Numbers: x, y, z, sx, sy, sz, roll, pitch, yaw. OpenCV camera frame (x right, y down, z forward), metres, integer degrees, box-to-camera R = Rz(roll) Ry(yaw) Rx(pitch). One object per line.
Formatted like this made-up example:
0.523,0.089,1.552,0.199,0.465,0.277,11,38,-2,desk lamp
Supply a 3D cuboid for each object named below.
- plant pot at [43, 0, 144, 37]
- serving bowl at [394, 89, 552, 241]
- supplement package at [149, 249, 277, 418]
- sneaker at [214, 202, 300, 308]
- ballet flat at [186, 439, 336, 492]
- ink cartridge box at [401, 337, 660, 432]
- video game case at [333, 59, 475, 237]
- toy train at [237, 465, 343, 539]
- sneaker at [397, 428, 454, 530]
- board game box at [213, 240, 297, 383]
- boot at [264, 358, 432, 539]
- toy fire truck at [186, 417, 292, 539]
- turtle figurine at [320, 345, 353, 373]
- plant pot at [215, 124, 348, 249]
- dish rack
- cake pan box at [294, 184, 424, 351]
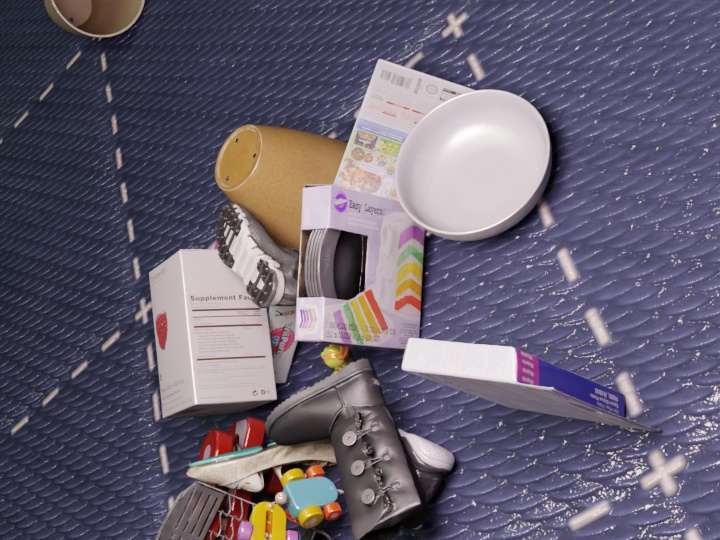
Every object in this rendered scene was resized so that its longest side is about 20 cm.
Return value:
-0.535,-0.531,2.308,0.200,0.186,0.189,4,74,61,plant pot
0.144,-0.119,1.460,0.199,0.066,0.202,-12,60,21,serving bowl
-0.196,0.083,1.574,0.121,0.119,0.202,-27,67,57,supplement package
-0.119,-0.015,1.514,0.067,0.090,0.200,-61,40,22,sneaker
-0.114,0.244,1.490,0.067,0.198,0.063,147,108,-71,ballet flat
0.178,0.116,1.231,0.199,0.196,0.044,2,74,46,ink cartridge box
0.057,-0.160,1.558,0.142,0.018,0.201,19,84,7,video game case
-0.063,0.321,1.402,0.200,0.150,0.056,-50,-13,-51,toy train
0.016,0.240,1.428,0.199,0.075,0.115,13,78,45,sneaker
-0.149,0.040,1.673,0.200,0.064,0.148,49,130,46,board game box
-0.019,0.227,1.379,0.164,0.065,0.201,-36,58,21,boot
-0.179,0.299,1.591,0.168,0.111,0.202,-25,52,59,toy fire truck
-0.023,0.059,1.514,0.064,0.201,0.162,0,51,17,turtle figurine
-0.094,-0.114,1.620,0.186,0.199,0.188,-23,56,38,plant pot
-0.152,0.353,1.469,0.154,0.199,0.055,-65,15,1,dish rack
0.000,0.000,1.442,0.052,0.199,0.186,-4,80,39,cake pan box
